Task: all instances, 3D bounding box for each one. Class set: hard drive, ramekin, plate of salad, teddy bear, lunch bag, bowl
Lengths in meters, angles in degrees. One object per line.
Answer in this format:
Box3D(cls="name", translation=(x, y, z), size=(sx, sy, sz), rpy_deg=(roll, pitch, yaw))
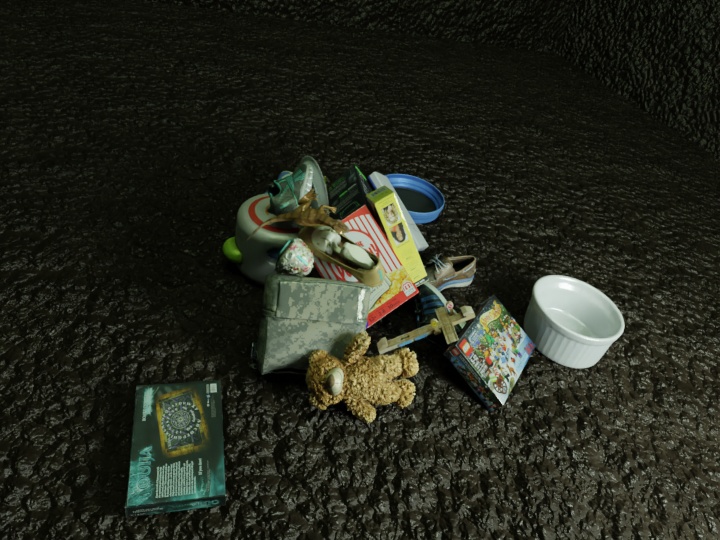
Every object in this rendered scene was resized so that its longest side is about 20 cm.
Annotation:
Box3D(cls="hard drive", translation=(0.092, -0.137, 1.314), size=(0.203, 0.025, 0.132), rpy_deg=(59, 15, 6))
Box3D(cls="ramekin", translation=(0.447, 0.111, 1.182), size=(0.194, 0.100, 0.203), rpy_deg=(10, 37, -7))
Box3D(cls="plate of salad", translation=(-0.102, -0.155, 1.248), size=(0.047, 0.204, 0.202), rpy_deg=(-9, 42, -25))
Box3D(cls="teddy bear", translation=(0.008, 0.181, 0.915), size=(0.195, 0.148, 0.067), rpy_deg=(21, 11, -20))
Box3D(cls="lunch bag", translation=(-0.088, 0.099, 0.966), size=(0.193, 0.174, 0.139), rpy_deg=(6, -2, -14))
Box3D(cls="bowl", translation=(0.133, -0.199, 1.520), size=(0.194, 0.040, 0.203), rpy_deg=(10, 38, -7))

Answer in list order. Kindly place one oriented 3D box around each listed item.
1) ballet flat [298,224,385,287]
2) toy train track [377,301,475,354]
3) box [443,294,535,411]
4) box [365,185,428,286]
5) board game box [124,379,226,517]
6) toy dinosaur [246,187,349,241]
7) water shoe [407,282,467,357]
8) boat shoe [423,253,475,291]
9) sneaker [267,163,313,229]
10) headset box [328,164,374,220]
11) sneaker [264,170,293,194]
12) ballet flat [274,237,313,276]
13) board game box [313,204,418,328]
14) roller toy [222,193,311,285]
Box3D(cls="ballet flat", translation=(-0.036, -0.043, 1.014), size=(0.197, 0.064, 0.069), rpy_deg=(30, 67, 19))
Box3D(cls="toy train track", translation=(0.120, 0.106, 1.048), size=(0.195, 0.033, 0.116), rpy_deg=(-23, 27, 6))
Box3D(cls="box", translation=(0.255, 0.153, 1.067), size=(0.138, 0.038, 0.199), rpy_deg=(50, 43, 1))
Box3D(cls="box", translation=(0.075, -0.066, 1.122), size=(0.049, 0.204, 0.075), rpy_deg=(-27, 22, -4))
Box3D(cls="board game box", translation=(-0.270, 0.253, 0.815), size=(0.131, 0.029, 0.203), rpy_deg=(1, 40, -17))
Box3D(cls="toy dinosaur", translation=(-0.109, -0.102, 1.011), size=(0.194, 0.062, 0.107), rpy_deg=(2, 30, 23))
Box3D(cls="water shoe", translation=(0.142, 0.091, 1.126), size=(0.078, 0.073, 0.199), rpy_deg=(-21, 49, -35))
Box3D(cls="boat shoe", translation=(0.180, -0.001, 1.254), size=(0.195, 0.074, 0.073), rpy_deg=(-12, 43, -31))
Box3D(cls="sneaker", translation=(-0.145, -0.168, 1.126), size=(0.088, 0.079, 0.202), rpy_deg=(14, 33, -12))
Box3D(cls="headset box", translation=(0.015, -0.116, 1.256), size=(0.174, 0.092, 0.203), rpy_deg=(45, 20, -35))
Box3D(cls="sneaker", translation=(-0.200, -0.188, 1.362), size=(0.075, 0.077, 0.203), rpy_deg=(9, 36, -14))
Box3D(cls="ballet flat", translation=(-0.117, -0.016, 0.985), size=(0.063, 0.077, 0.200), rpy_deg=(36, -2, -8))
Box3D(cls="board game box", translation=(0.000, 0.000, 1.083), size=(0.149, 0.046, 0.203), rpy_deg=(-33, 84, -6))
Box3D(cls="roller toy", translation=(-0.175, -0.073, 1.170), size=(0.178, 0.143, 0.200), rpy_deg=(25, 37, 13))
